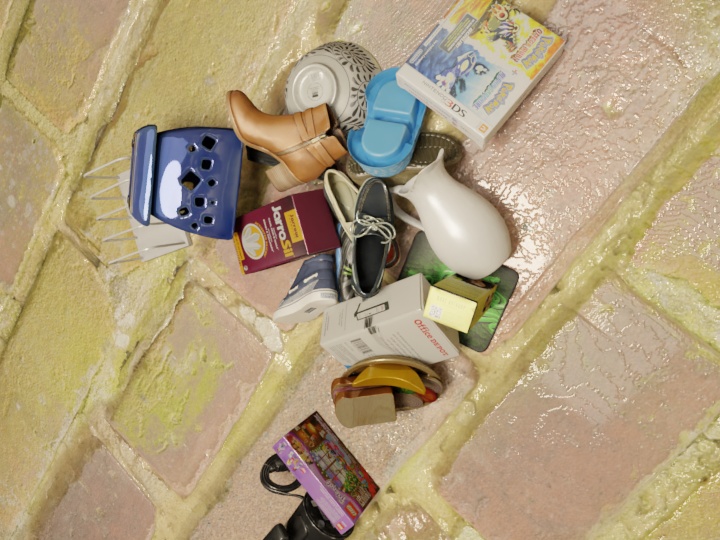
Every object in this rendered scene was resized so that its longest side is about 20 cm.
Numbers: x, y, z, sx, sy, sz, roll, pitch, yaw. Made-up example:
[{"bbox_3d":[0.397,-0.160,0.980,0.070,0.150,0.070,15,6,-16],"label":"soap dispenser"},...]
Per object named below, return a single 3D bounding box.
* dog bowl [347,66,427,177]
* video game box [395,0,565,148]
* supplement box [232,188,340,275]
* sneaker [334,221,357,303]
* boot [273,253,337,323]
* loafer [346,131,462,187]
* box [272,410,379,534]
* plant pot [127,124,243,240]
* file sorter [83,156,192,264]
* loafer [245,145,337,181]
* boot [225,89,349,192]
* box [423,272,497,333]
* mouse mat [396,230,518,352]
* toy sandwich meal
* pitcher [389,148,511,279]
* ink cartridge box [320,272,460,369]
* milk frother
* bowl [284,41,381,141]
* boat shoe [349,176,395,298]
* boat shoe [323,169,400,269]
[{"bbox_3d":[0.051,-0.245,0.962,0.111,0.050,0.201,13,70,16],"label":"dog bowl"},{"bbox_3d":[0.187,-0.327,0.908,0.182,0.047,0.200,40,89,11],"label":"video game box"},{"bbox_3d":[-0.145,-0.068,1.062,0.199,0.085,0.111,-15,92,42],"label":"supplement box"},{"bbox_3d":[0.000,0.000,1.049,0.082,0.071,0.201,-2,93,29],"label":"sneaker"},{"bbox_3d":[-0.104,0.039,1.088,0.200,0.072,0.091,-27,59,49],"label":"boot"},{"bbox_3d":[0.077,-0.186,0.996,0.199,0.067,0.077,-5,67,9],"label":"loafer"},{"bbox_3d":[-0.061,0.376,1.090,0.200,0.137,0.039,48,112,9],"label":"box"},{"bbox_3d":[-0.330,-0.173,1.061,0.179,0.200,0.201,4,101,-24],"label":"plant pot"},{"bbox_3d":[-0.470,-0.126,1.199,0.138,0.124,0.201,-16,90,23],"label":"file sorter"},{"bbox_3d":[-0.132,-0.205,1.083,0.200,0.068,0.071,26,117,20],"label":"loafer"},{"bbox_3d":[-0.123,-0.245,0.973,0.155,0.077,0.201,-25,102,26],"label":"boot"},{"bbox_3d":[0.162,0.045,0.911,0.075,0.200,0.050,20,104,17],"label":"box"},{"bbox_3d":[0.161,0.037,1.023,0.199,0.008,0.162,25,106,17],"label":"mouse mat"},{"bbox_3d":[0.046,0.220,1.008,0.204,0.071,0.206,3,140,2],"label":"toy sandwich meal"},{"bbox_3d":[0.141,-0.080,0.953,0.200,0.121,0.171,48,153,-10],"label":"pitcher"},{"bbox_3d":[0.053,0.105,0.994,0.199,0.085,0.146,-21,132,25],"label":"ink cartridge box"},{"bbox_3d":[-0.144,0.505,1.159,0.189,0.180,0.200,-55,33,19],"label":"milk frother"},{"bbox_3d":[-0.063,-0.314,1.021,0.199,0.094,0.202,3,99,21],"label":"bowl"},{"bbox_3d":[0.017,-0.055,0.935,0.074,0.062,0.201,11,89,-3],"label":"boat shoe"},{"bbox_3d":[0.000,-0.090,0.997,0.071,0.063,0.201,-33,79,-1],"label":"boat shoe"}]
